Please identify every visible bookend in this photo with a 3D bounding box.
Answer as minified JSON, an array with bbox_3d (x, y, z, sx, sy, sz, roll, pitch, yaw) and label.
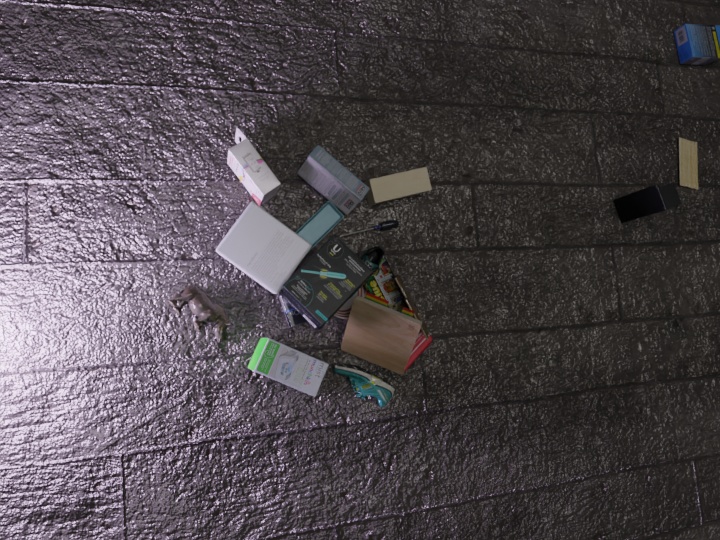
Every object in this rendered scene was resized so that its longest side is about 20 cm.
[{"bbox_3d":[1.057,-0.260,1.905,0.198,0.200,0.093,-19,88,-18],"label":"bookend"}]

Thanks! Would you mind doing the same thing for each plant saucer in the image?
[{"bbox_3d":[-0.140,-0.120,1.614,0.070,0.019,0.200,46,73,-6],"label":"plant saucer"}]

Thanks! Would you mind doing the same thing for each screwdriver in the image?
[{"bbox_3d":[0.027,-0.131,1.658,0.199,0.028,0.029,-10,114,-21],"label":"screwdriver"}]

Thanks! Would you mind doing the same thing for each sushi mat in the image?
[{"bbox_3d":[1.283,-0.418,2.095,0.095,0.012,0.202,7,80,-15],"label":"sushi mat"}]

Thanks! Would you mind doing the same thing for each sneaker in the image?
[{"bbox_3d":[0.000,0.000,1.562,0.071,0.080,0.200,41,63,-8],"label":"sneaker"},{"bbox_3d":[0.007,0.333,1.567,0.199,0.077,0.080,30,84,-11],"label":"sneaker"}]

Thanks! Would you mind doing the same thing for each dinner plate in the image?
[{"bbox_3d":[-0.061,0.046,1.580,0.199,0.024,0.202,18,62,-39],"label":"dinner plate"}]

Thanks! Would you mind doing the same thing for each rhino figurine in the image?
[{"bbox_3d":[-0.422,0.124,1.470,0.200,0.060,0.088,44,62,-10],"label":"rhino figurine"}]

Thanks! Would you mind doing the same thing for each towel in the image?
[{"bbox_3d":[0.113,0.195,1.644,0.200,0.022,0.145,46,74,-4],"label":"towel"}]

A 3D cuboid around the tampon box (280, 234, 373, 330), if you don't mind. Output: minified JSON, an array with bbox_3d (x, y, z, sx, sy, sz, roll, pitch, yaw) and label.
[{"bbox_3d":[-0.093,0.034,1.447,0.150,0.126,0.200,44,73,0],"label":"tampon box"}]

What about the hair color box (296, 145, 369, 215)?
[{"bbox_3d":[-0.082,-0.268,1.604,0.200,0.099,0.061,40,54,-8],"label":"hair color box"}]

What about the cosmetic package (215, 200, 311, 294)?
[{"bbox_3d":[-0.267,-0.058,1.477,0.200,0.167,0.167,36,82,-10],"label":"cosmetic package"}]

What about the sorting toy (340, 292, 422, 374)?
[{"bbox_3d":[0.063,0.174,1.543,0.199,0.200,0.070,21,35,8],"label":"sorting toy"}]

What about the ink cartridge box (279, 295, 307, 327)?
[{"bbox_3d":[-0.130,0.089,1.576,0.199,0.039,0.100,-20,87,-19],"label":"ink cartridge box"}]

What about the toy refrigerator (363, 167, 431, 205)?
[{"bbox_3d":[0.116,-0.264,1.688,0.199,0.070,0.076,-16,94,-18],"label":"toy refrigerator"}]

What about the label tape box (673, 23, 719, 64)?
[{"bbox_3d":[1.381,-0.914,2.170,0.199,0.063,0.145,-6,83,-18],"label":"label tape box"}]

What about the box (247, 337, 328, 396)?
[{"bbox_3d":[-0.198,0.255,1.446,0.176,0.200,0.097,26,76,-13],"label":"box"}]

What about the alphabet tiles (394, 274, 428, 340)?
[{"bbox_3d":[0.154,0.105,1.601,0.008,0.167,0.201,-29,91,9],"label":"alphabet tiles"}]

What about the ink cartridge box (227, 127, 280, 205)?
[{"bbox_3d":[-0.319,-0.295,1.532,0.067,0.116,0.200,-37,93,-18],"label":"ink cartridge box"}]

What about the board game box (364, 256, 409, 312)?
[{"bbox_3d":[0.070,0.056,1.630,0.104,0.023,0.201,-24,82,-25],"label":"board game box"}]
